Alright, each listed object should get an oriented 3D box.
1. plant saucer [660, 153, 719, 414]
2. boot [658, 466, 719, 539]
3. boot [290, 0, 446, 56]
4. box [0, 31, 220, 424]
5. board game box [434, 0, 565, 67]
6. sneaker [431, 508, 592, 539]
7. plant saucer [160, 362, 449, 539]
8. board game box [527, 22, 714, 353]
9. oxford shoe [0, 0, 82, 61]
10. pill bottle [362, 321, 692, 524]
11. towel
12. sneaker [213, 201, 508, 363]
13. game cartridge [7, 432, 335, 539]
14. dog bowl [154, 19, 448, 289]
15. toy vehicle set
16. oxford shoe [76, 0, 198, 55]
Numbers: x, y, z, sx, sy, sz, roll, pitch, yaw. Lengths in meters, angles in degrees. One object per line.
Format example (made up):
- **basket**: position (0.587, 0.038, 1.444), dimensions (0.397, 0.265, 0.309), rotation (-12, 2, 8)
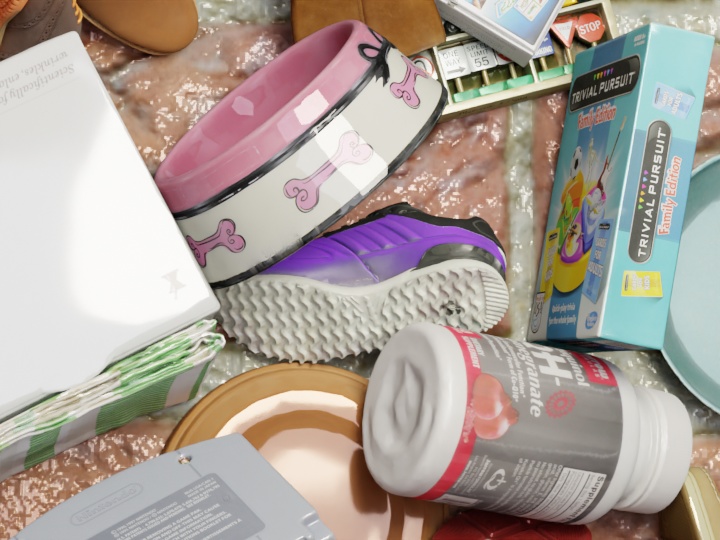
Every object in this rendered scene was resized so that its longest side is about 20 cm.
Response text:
- **plant saucer**: position (0.283, 0.014, 1.726), dimensions (0.198, 0.036, 0.202), rotation (2, 79, -10)
- **boot**: position (0.295, 0.203, 1.671), dimensions (0.155, 0.073, 0.201), rotation (-22, 86, -14)
- **boot**: position (-0.052, -0.221, 1.650), dimensions (0.187, 0.069, 0.201), rotation (-13, 111, -3)
- **box**: position (-0.224, -0.009, 1.578), dimensions (0.198, 0.131, 0.201), rotation (-26, 85, -15)
- **board game box**: position (0.107, -0.255, 1.715), dimensions (0.126, 0.035, 0.201), rotation (31, 75, -3)
- **sneaker**: position (0.066, 0.231, 1.632), dimensions (0.199, 0.116, 0.078), rotation (-19, 39, -36)
- **plant saucer**: position (-0.037, 0.157, 1.632), dimensions (0.199, 0.037, 0.202), rotation (2, 78, -11)
- **board game box**: position (0.167, -0.049, 1.640), dimensions (0.047, 0.151, 0.202), rotation (11, 85, -13)
- **oxford shoe**: position (-0.207, -0.179, 1.588), dimensions (0.072, 0.200, 0.072), rotation (-3, 62, -31)
- **pill bottle**: position (0.110, 0.103, 1.621), dimensions (0.199, 0.111, 0.112), rotation (12, 76, -27)
- **towel**: position (-0.180, 0.098, 1.555), dimensions (0.199, 0.153, 0.023), rotation (-28, 82, -16)
- **sneaker**: position (0.000, 0.000, 1.659), dimensions (0.198, 0.070, 0.100), rotation (-3, 40, 8)
- **game cartridge**: position (-0.131, 0.176, 1.531), dimensions (0.199, 0.041, 0.133), rotation (-26, 45, -21)
- **dog bowl**: position (-0.045, -0.080, 1.587), dimensions (0.200, 0.200, 0.074), rotation (-42, 105, -16)
- **toy vehicle set**: position (0.073, -0.171, 1.724), dimensions (0.199, 0.027, 0.125), rotation (-15, 82, -14)
- **oxford shoe**: position (-0.160, -0.201, 1.616), dimensions (0.071, 0.071, 0.200), rotation (-49, 132, -8)
